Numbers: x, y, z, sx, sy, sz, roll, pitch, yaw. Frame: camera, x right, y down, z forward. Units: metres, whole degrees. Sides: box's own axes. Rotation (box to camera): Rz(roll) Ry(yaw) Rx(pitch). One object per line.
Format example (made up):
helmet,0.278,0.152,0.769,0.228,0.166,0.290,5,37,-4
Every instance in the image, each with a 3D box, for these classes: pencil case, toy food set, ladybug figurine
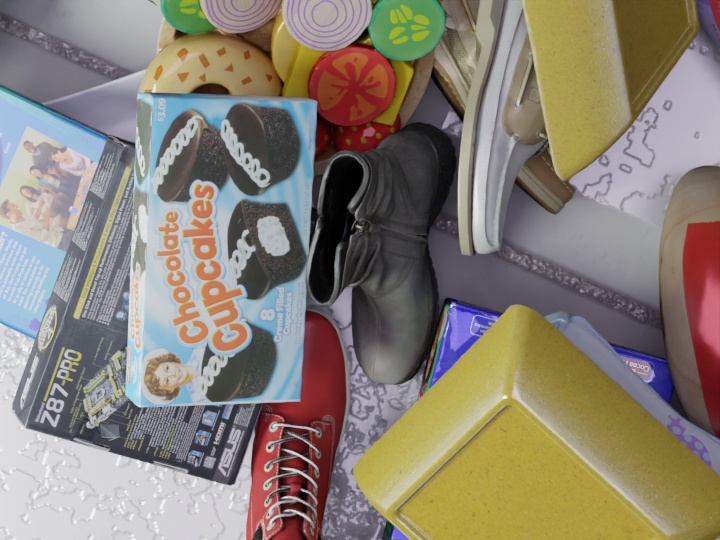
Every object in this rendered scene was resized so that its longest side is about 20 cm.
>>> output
pencil case,0.183,0.116,1.205,0.199,0.083,0.091,37,120,1
toy food set,-0.045,-0.146,1.229,0.198,0.049,0.199,12,121,-16
ladybug figurine,0.262,0.026,1.250,0.071,0.135,0.203,-7,87,40

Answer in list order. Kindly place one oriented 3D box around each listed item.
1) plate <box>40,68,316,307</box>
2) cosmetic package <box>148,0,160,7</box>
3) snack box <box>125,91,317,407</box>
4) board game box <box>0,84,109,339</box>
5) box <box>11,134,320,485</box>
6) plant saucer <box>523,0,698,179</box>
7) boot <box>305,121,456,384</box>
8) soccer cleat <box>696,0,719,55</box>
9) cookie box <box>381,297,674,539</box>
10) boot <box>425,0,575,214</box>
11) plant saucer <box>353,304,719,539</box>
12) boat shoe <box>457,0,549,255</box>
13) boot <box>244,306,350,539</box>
plate,-0.134,-0.047,1.315,0.198,0.032,0.202,-19,90,2
cosmetic package,-0.102,-0.287,1.275,0.086,0.103,0.203,6,93,2
snack box,-0.092,-0.013,1.191,0.115,0.037,0.203,-1,100,-24
board game box,-0.210,-0.027,1.279,0.198,0.045,0.153,25,92,0
box,-0.127,0.030,1.232,0.160,0.049,0.202,18,94,-27
plant saucer,0.169,-0.191,1.184,0.048,0.200,0.202,3,123,30
boot,0.000,0.000,1.239,0.067,0.130,0.202,19,116,26
soccer cleat,0.254,-0.206,1.277,0.068,0.073,0.201,-31,90,2
cookie box,0.115,0.139,1.288,0.169,0.075,0.202,15,91,0
boot,0.131,-0.158,1.286,0.155,0.073,0.201,-35,86,1
plant saucer,0.111,0.153,1.177,0.200,0.048,0.200,41,125,-2
boat shoe,0.105,-0.108,1.212,0.068,0.075,0.203,7,88,6
boot,-0.043,0.130,1.251,0.071,0.144,0.203,6,96,-4
